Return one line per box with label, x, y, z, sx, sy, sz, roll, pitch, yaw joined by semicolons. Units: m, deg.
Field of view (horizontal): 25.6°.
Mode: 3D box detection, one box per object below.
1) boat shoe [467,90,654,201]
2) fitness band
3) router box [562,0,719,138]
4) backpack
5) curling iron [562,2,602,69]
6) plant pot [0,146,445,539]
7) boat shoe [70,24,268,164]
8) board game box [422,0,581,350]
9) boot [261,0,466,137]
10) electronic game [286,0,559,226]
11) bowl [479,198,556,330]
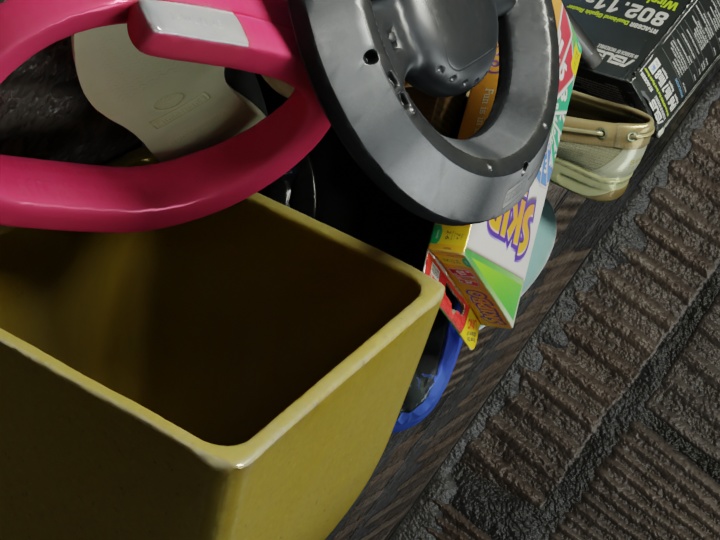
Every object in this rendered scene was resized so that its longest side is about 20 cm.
boat shoe;0.098;-0.116;1.071;0.073;0.200;0.063;-55;170;-53
fitness band;-0.098;-0.069;0.690;0.143;0.038;0.199;-38;155;32
router box;0.174;-0.192;1.147;0.150;0.199;0.062;-51;134;-13
backpack;0.000;0.000;0.952;0.168;0.161;0.202;43;56;-77
curling iron;0.095;-0.187;1.004;0.025;0.050;0.200;-25;137;26
plant pot;-0.098;0.088;0.808;0.194;0.194;0.201;-37;145;-50
boat shoe;-0.091;-0.104;0.740;0.073;0.063;0.201;-24;159;3
board game box;0.080;-0.063;0.874;0.096;0.030;0.201;50;54;-57
boot;0.013;-0.147;0.810;0.201;0.070;0.145;35;66;-62
electronic game;0.033;-0.120;0.739;0.041;0.201;0.200;-13;-164;38
bowl;0.028;-0.037;1.117;0.201;0.200;0.105;-47;124;-26
